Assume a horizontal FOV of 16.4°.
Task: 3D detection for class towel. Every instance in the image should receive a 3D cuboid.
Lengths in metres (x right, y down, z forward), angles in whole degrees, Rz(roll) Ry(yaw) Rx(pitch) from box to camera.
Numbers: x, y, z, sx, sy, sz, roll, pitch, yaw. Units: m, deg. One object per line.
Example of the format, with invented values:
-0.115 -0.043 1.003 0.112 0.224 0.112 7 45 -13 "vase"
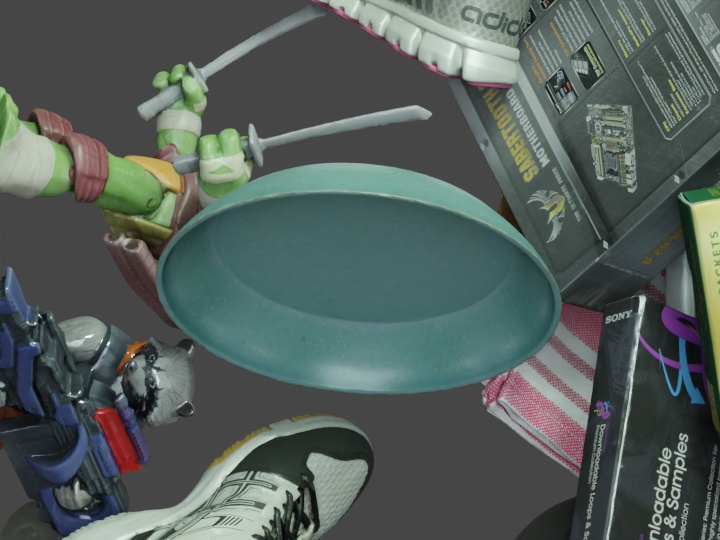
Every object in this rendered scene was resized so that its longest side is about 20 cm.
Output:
0.170 0.025 1.299 0.146 0.030 0.201 35 89 -19 "towel"

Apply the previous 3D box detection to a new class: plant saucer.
0.000 0.000 1.219 0.198 0.200 0.036 3 60 2 "plant saucer"

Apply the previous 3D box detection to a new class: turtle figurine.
-0.101 -0.077 1.269 0.193 0.145 0.200 12 132 -27 "turtle figurine"

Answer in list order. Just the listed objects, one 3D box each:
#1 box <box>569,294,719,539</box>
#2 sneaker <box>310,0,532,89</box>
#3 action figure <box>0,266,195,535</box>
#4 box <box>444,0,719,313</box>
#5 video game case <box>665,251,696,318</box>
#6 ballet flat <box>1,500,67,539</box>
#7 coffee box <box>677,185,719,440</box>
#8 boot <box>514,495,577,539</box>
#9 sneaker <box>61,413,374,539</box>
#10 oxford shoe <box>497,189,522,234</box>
0.192 0.111 1.222 0.199 0.036 0.144 23 67 -30 "box"
0.020 -0.166 1.279 0.200 0.073 0.088 34 104 40 "sneaker"
-0.175 0.043 1.262 0.192 0.201 0.105 4 48 10 "action figure"
0.125 -0.105 1.244 0.158 0.048 0.201 -45 53 28 "box"
0.240 -0.045 1.291 0.180 0.023 0.202 2 87 -24 "video game case"
-0.103 0.188 1.319 0.199 0.046 0.068 30 74 6 "ballet flat"
0.255 0.008 1.161 0.198 0.044 0.124 -8 100 2 "coffee box"
0.172 0.188 1.250 0.188 0.068 0.201 -35 97 -38 "boot"
-0.061 0.144 1.264 0.199 0.087 0.076 -30 122 -28 "sneaker"
0.122 -0.070 1.309 0.071 0.071 0.201 22 90 1 "oxford shoe"
